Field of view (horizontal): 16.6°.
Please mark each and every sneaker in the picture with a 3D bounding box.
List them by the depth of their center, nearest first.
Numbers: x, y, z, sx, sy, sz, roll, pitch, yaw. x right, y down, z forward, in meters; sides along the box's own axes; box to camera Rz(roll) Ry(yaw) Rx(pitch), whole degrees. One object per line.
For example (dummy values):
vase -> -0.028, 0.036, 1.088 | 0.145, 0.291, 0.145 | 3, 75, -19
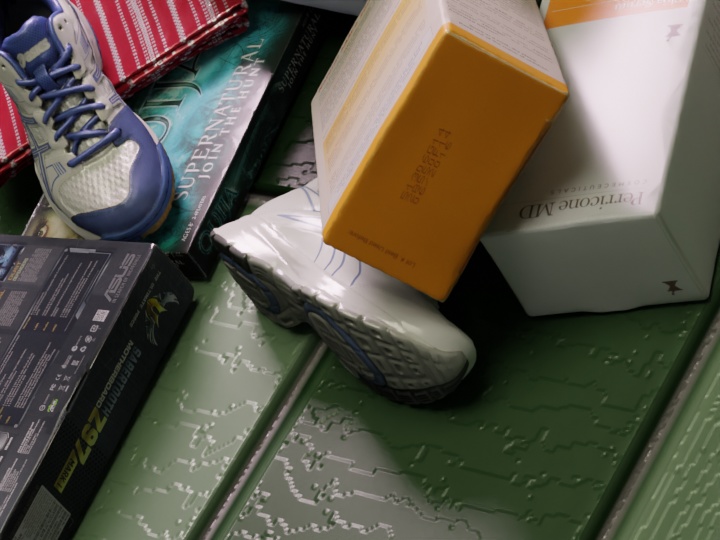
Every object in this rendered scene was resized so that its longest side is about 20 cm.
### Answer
sneaker -> 0.000, 0.000, 1.285 | 0.087, 0.075, 0.200 | -41, 41, -13
sneaker -> -0.175, -0.098, 1.417 | 0.075, 0.088, 0.200 | -34, 56, 1

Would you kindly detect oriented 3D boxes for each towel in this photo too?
towel -> -0.166, -0.140, 1.524 | 0.199, 0.023, 0.145 | -32, 40, 6

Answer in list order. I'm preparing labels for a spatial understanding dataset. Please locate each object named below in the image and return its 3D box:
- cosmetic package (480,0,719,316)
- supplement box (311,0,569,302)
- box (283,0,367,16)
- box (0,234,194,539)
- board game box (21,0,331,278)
cosmetic package -> 0.137, -0.079, 1.263 | 0.101, 0.071, 0.201 | -7, 49, 29
supplement box -> 0.036, -0.087, 1.258 | 0.126, 0.073, 0.200 | -59, 15, 20
box -> -0.009, -0.243, 1.394 | 0.199, 0.184, 0.105 | 13, 58, 21
box -> -0.201, 0.073, 1.368 | 0.157, 0.051, 0.201 | 3, 55, 36
board game box -> -0.111, -0.082, 1.468 | 0.135, 0.028, 0.201 | 0, 52, 34
